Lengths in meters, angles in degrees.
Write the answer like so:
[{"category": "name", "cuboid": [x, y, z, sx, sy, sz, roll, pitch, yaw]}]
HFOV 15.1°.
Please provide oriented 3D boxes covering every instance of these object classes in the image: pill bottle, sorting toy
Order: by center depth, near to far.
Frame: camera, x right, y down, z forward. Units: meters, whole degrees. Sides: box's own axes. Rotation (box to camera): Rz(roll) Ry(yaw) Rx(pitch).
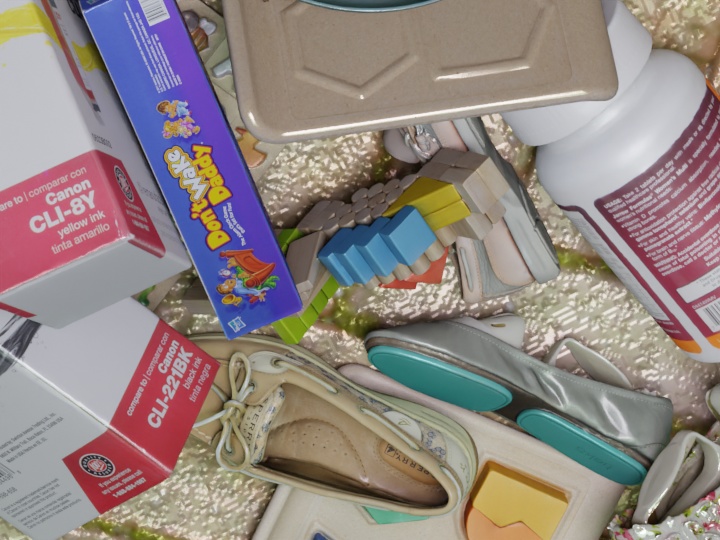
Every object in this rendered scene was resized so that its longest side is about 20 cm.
[{"category": "sorting toy", "cuboid": [0.023, -0.158, 1.434, 0.199, 0.186, 0.037, -6, 156, -8]}, {"category": "pill bottle", "cuboid": [0.167, -0.052, 1.512, 0.109, 0.110, 0.200, -39, 111, 7]}, {"category": "sorting toy", "cuboid": [0.037, 0.170, 1.614, 0.199, 0.036, 0.186, 22, 105, -15]}]

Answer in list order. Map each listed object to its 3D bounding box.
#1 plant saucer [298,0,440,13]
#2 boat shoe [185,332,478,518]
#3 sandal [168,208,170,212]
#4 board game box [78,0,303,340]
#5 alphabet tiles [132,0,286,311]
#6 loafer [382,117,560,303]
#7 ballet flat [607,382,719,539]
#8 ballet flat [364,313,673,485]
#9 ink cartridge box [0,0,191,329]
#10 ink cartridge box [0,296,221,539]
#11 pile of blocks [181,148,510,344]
[{"category": "plant saucer", "cuboid": [0.000, -0.217, 1.415, 0.199, 0.027, 0.201, 2, 66, -4]}, {"category": "boat shoe", "cuboid": [-0.031, 0.088, 1.538, 0.199, 0.063, 0.074, 15, 105, 7]}, {"category": "sandal", "cuboid": [-0.178, -0.083, 1.461, 0.075, 0.048, 0.201, -37, 85, 7]}, {"category": "board game box", "cuboid": [-0.095, -0.081, 1.435, 0.045, 0.135, 0.200, -23, 116, -1]}, {"category": "alphabet tiles", "cuboid": [-0.144, -0.070, 1.516, 0.166, 0.006, 0.200, 36, 102, -18]}, {"category": "loafer", "cuboid": [0.044, -0.065, 1.514, 0.063, 0.072, 0.200, -27, 115, 10]}, {"category": "ballet flat", "cuboid": [0.213, 0.105, 1.562, 0.200, 0.076, 0.064, -49, 113, -24]}, {"category": "ballet flat", "cuboid": [0.094, 0.061, 1.575, 0.200, 0.067, 0.064, 26, 67, -17]}, {"category": "ink cartridge box", "cuboid": [-0.171, -0.082, 1.358, 0.083, 0.145, 0.200, -25, 81, 6]}, {"category": "ink cartridge box", "cuboid": [-0.201, 0.046, 1.474, 0.200, 0.084, 0.144, 37, 142, -19]}, {"category": "pile of blocks", "cuboid": [0.000, 0.000, 1.491, 0.200, 0.082, 0.062, -21, 122, 29]}]
